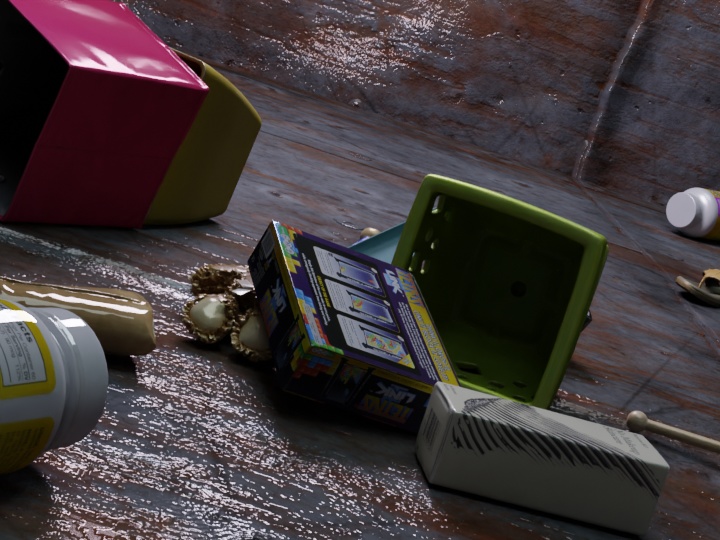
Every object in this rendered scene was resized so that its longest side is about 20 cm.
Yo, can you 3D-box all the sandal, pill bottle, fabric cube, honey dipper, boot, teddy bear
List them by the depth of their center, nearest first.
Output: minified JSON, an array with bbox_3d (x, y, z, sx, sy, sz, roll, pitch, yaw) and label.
[{"bbox_3d":[-0.258,0.076,0.915,0.114,0.115,0.199,25,14,28],"label":"pill bottle"},{"bbox_3d":[-0.255,0.040,1.182,0.198,0.067,0.175,12,15,-31],"label":"boot"},{"bbox_3d":[-0.101,0.040,1.423,0.143,0.067,0.200,8,20,-3],"label":"teddy bear"},{"bbox_3d":[0.372,0.184,1.516,0.198,0.038,0.038,18,13,8],"label":"honey dipper"},{"bbox_3d":[-0.328,-0.181,1.619,0.196,0.201,0.198,43,25,31],"label":"fabric cube"},{"bbox_3d":[0.599,0.027,2.427,0.198,0.055,0.080,10,15,-32],"label":"sandal"},{"bbox_3d":[0.733,-0.119,3.104,0.199,0.105,0.104,4,19,-45],"label":"pill bottle"}]

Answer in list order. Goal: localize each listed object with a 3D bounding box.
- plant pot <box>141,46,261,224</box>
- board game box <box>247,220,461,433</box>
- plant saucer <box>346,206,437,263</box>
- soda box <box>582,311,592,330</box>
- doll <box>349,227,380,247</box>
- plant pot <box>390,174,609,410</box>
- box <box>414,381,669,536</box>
[{"bbox_3d":[-0.240,-0.168,1.803,0.199,0.202,0.176,27,6,33],"label":"plant pot"},{"bbox_3d":[-0.008,0.052,1.339,0.164,0.057,0.201,22,26,-26],"label":"board game box"},{"bbox_3d":[0.057,-0.031,1.637,0.199,0.019,0.070,-25,36,-10],"label":"plant saucer"},{"bbox_3d":[0.172,0.019,1.705,0.199,0.071,0.064,30,26,-23],"label":"soda box"},{"bbox_3d":[0.000,0.000,1.730,0.135,0.049,0.200,21,19,8],"label":"doll"},{"bbox_3d":[0.145,0.024,1.520,0.198,0.201,0.181,21,7,16],"label":"plant pot"},{"bbox_3d":[0.152,0.159,1.237,0.198,0.069,0.082,15,12,-13],"label":"box"}]
